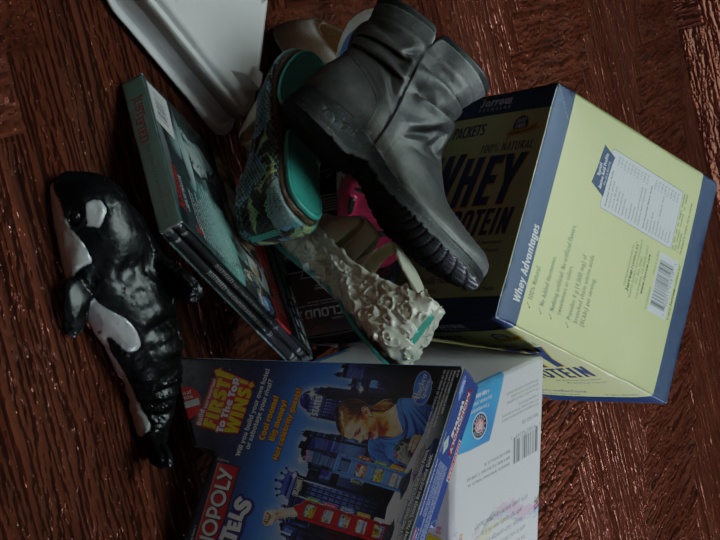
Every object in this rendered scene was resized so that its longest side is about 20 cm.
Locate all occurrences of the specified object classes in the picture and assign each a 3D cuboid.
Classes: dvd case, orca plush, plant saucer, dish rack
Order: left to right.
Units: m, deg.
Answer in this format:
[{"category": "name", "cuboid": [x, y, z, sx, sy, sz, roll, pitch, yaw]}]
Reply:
[{"category": "orca plush", "cuboid": [-0.138, 0.028, 1.068, 0.105, 0.071, 0.200, -13, 92, -67]}, {"category": "dish rack", "cuboid": [-0.122, -0.219, 1.251, 0.200, 0.043, 0.172, 50, 38, -48]}, {"category": "dvd case", "cuboid": [-0.101, -0.033, 1.187, 0.200, 0.022, 0.146, 51, 15, -52]}, {"category": "plant saucer", "cuboid": [0.012, -0.153, 1.408, 0.200, 0.032, 0.200, 38, 15, -12]}]

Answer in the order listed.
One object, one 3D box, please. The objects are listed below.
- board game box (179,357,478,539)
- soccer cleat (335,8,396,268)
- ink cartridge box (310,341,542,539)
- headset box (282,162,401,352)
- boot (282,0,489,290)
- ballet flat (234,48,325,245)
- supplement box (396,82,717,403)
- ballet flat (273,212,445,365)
[{"category": "board game box", "cuboid": [-0.046, 0.139, 1.126, 0.062, 0.199, 0.200, 52, 55, -68]}, {"category": "soccer cleat", "cuboid": [0.014, -0.104, 1.287, 0.086, 0.070, 0.200, -122, -148, -72]}, {"category": "ink cartridge box", "cuboid": [0.043, 0.167, 1.260, 0.147, 0.146, 0.200, -15, 108, -58]}, {"category": "headset box", "cuboid": [-0.014, -0.019, 1.373, 0.149, 0.075, 0.200, 10, 72, -66]}, {"category": "boot", "cuboid": [0.053, -0.094, 1.193, 0.132, 0.070, 0.200, -45, 101, -19]}, {"category": "ballet flat", "cuboid": [-0.064, -0.093, 1.233, 0.200, 0.074, 0.074, -84, 153, -50]}, {"category": "supplement box", "cuboid": [0.158, -0.017, 1.344, 0.200, 0.134, 0.200, 26, 72, -34]}, {"category": "ballet flat", "cuboid": [0.000, 0.000, 1.194, 0.200, 0.072, 0.072, 46, -8, 46]}]
